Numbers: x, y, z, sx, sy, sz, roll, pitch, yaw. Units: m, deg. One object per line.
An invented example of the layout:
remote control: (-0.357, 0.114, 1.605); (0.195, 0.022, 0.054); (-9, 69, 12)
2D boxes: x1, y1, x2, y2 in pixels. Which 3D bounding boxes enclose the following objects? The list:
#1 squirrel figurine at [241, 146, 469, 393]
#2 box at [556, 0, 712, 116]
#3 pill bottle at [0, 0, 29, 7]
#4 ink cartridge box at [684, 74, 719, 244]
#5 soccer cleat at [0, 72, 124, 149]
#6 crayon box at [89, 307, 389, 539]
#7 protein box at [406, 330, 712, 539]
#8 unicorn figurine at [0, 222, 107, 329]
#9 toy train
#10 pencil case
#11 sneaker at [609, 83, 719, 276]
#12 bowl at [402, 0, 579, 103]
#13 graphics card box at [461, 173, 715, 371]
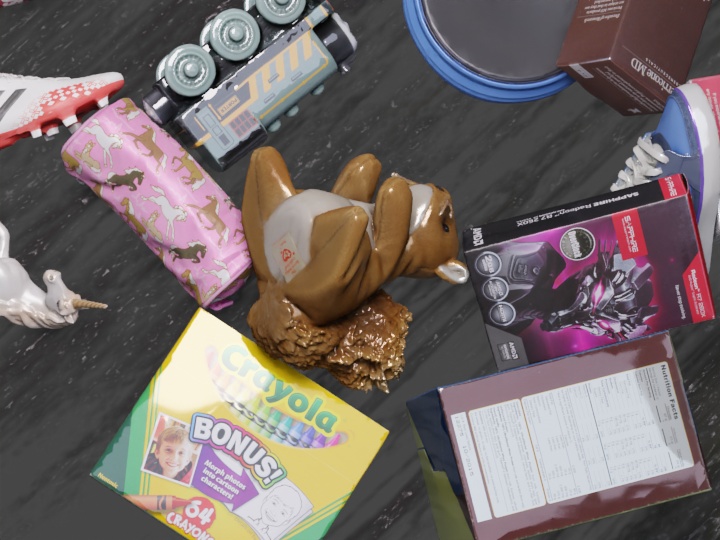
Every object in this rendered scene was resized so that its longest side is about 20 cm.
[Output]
squirrel figurine: (0.000, 0.000, 1.567); (0.186, 0.141, 0.201); (-2, 110, -45)
box: (0.260, -0.251, 1.642); (0.100, 0.075, 0.201); (30, 74, -35)
pill bottle: (-0.299, -0.294, 1.597); (0.199, 0.113, 0.114); (-15, 84, -7)
ink cartridge box: (0.398, -0.113, 1.658); (0.199, 0.083, 0.146); (-10, 82, -7)
soccer cleat: (-0.308, -0.149, 1.600); (0.199, 0.069, 0.086); (-22, 89, -4)
crayon box: (-0.105, 0.160, 1.578); (0.200, 0.058, 0.173); (33, 80, 0)
protein box: (0.161, 0.145, 1.537); (0.199, 0.199, 0.136); (-13, 84, -8)
unicorn figurine: (-0.332, 0.013, 1.577); (0.199, 0.074, 0.138); (-28, 95, 5)
toy train: (-0.097, -0.180, 1.622); (0.200, 0.085, 0.114); (-40, 99, -12)
pencil case: (-0.169, -0.057, 1.591); (0.200, 0.087, 0.083); (45, 66, 2)
sneaker: (0.235, -0.061, 1.604); (0.146, 0.081, 0.201); (-7, 117, -9)
bowl: (0.139, -0.256, 1.675); (0.199, 0.039, 0.202); (1, 82, -5)
graphics card box: (0.197, 0.003, 1.566); (0.199, 0.051, 0.126); (-13, 116, 8)
